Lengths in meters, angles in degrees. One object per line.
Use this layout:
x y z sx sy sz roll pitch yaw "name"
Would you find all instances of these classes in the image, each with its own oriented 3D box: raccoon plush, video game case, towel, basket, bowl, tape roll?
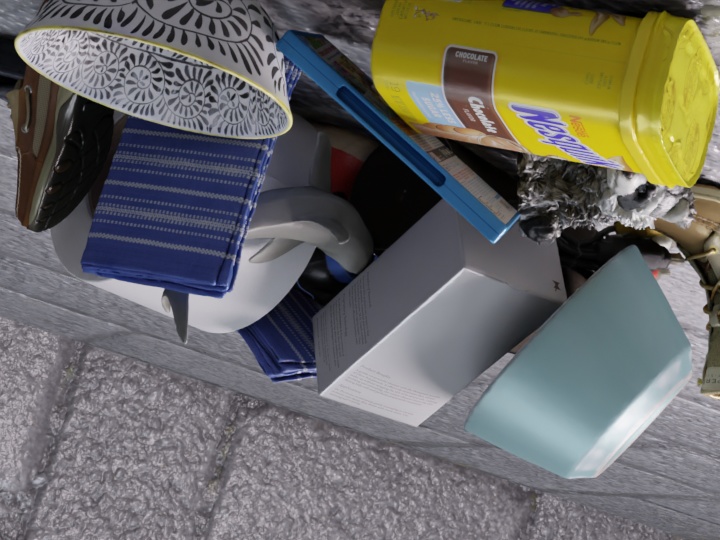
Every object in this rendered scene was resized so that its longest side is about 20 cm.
0.189 -0.083 1.515 0.133 0.097 0.200 -1 -162 7 "raccoon plush"
0.030 -0.096 1.399 0.200 0.018 0.143 43 -170 2 "video game case"
-0.126 -0.082 1.496 0.144 0.201 0.024 8 164 34 "towel"
0.093 -0.029 1.691 0.200 0.136 0.180 32 175 -42 "basket"
-0.132 -0.171 1.383 0.200 0.095 0.201 15 169 3 "bowl"
-0.025 0.051 1.720 0.199 0.024 0.145 4 -149 -37 "towel"
0.186 0.088 1.569 0.105 0.201 0.201 44 174 12 "bowl"
-0.142 -0.063 1.644 0.202 0.203 0.139 3 163 46 "tape roll"

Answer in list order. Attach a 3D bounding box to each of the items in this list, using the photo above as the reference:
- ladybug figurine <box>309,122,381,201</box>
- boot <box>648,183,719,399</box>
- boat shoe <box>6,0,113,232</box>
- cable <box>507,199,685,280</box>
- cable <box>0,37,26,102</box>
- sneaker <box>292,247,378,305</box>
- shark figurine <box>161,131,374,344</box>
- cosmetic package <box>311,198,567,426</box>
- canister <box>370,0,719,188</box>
-0.014 -0.073 1.760 0.135 0.072 0.200 10 167 27 "ladybug figurine"
0.289 0.022 1.605 0.199 0.156 0.073 20 168 -21 "boot"
-0.240 -0.129 1.577 0.074 0.201 0.076 32 -151 20 "boat shoe"
0.186 -0.018 1.650 0.199 0.097 0.050 7 -143 -20 "cable"
-0.262 -0.151 1.763 0.199 0.051 0.163 13 169 8 "cable"
0.000 0.000 1.738 0.078 0.070 0.200 -11 165 29 "sneaker"
-0.057 -0.025 1.520 0.214 0.129 0.089 -16 -146 -37 "shark figurine"
0.060 0.034 1.588 0.107 0.085 0.200 21 134 -31 "cosmetic package"
0.122 -0.124 1.304 0.199 0.087 0.149 12 170 23 "canister"
